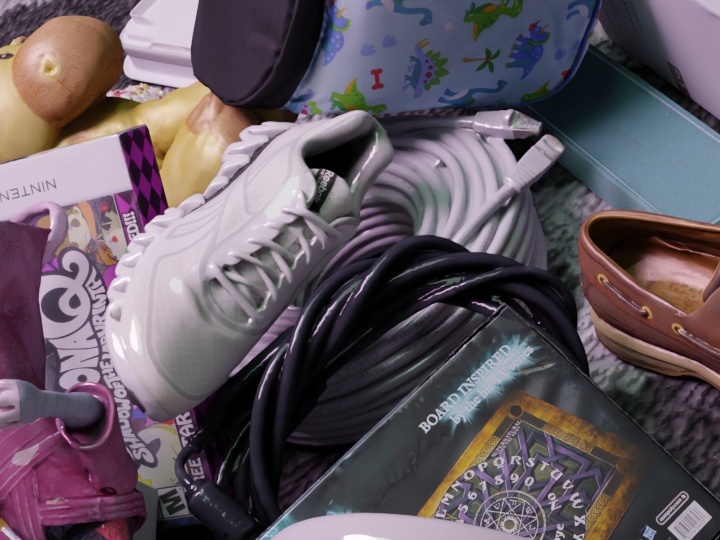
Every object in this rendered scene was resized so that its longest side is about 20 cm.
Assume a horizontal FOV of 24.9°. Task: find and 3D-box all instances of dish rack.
[{"bbox_3d":[-0.077,-0.212,1.172,0.171,0.044,0.200,16,58,43],"label":"dish rack"}]

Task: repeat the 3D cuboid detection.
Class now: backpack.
[{"bbox_3d":[0.031,-0.156,0.861,0.200,0.164,0.154,-12,41,-39],"label":"backpack"}]

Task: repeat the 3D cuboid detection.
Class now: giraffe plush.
[{"bbox_3d":[-0.152,-0.077,0.938,0.200,0.162,0.173,-49,4,5],"label":"giraffe plush"}]

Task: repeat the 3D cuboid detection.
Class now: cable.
[{"bbox_3d":[0.024,0.077,0.729,0.200,0.051,0.163,-39,66,-4],"label":"cable"},{"bbox_3d":[0.000,0.000,0.864,0.200,0.069,0.200,11,56,42],"label":"cable"}]

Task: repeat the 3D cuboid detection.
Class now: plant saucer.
[{"bbox_3d":[0.149,-0.069,0.878,0.070,0.019,0.200,-35,37,-4],"label":"plant saucer"}]

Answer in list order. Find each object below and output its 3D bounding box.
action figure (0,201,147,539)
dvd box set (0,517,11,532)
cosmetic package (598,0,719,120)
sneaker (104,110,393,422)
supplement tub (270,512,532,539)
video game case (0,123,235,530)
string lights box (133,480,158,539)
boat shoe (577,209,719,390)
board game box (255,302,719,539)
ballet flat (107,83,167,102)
[{"bbox_3d":[-0.151,0.079,0.708,0.134,0.200,0.149,-46,-11,22],"label":"action figure"},{"bbox_3d":[-0.176,0.204,0.718,0.146,0.029,0.200,-30,60,13],"label":"dvd box set"},{"bbox_3d":[0.191,-0.142,0.864,0.074,0.102,0.200,-33,36,-2],"label":"cosmetic package"},{"bbox_3d":[-0.050,-0.012,0.767,0.081,0.075,0.200,-14,32,40],"label":"sneaker"},{"bbox_3d":[0.016,0.197,0.548,0.145,0.145,0.201,-4,62,31],"label":"supplement tub"},{"bbox_3d":[-0.164,0.042,0.838,0.181,0.201,0.036,-11,7,25],"label":"video game case"},{"bbox_3d":[-0.201,0.162,0.804,0.199,0.059,0.103,-11,64,25],"label":"string lights box"},{"bbox_3d":[0.177,0.017,0.722,0.200,0.068,0.072,16,58,44],"label":"boat shoe"},{"bbox_3d":[0.038,0.126,0.673,0.200,0.028,0.135,-42,74,-14],"label":"board game box"},{"bbox_3d":[-0.183,-0.068,1.068,0.075,0.064,0.200,-5,44,31],"label":"ballet flat"}]
